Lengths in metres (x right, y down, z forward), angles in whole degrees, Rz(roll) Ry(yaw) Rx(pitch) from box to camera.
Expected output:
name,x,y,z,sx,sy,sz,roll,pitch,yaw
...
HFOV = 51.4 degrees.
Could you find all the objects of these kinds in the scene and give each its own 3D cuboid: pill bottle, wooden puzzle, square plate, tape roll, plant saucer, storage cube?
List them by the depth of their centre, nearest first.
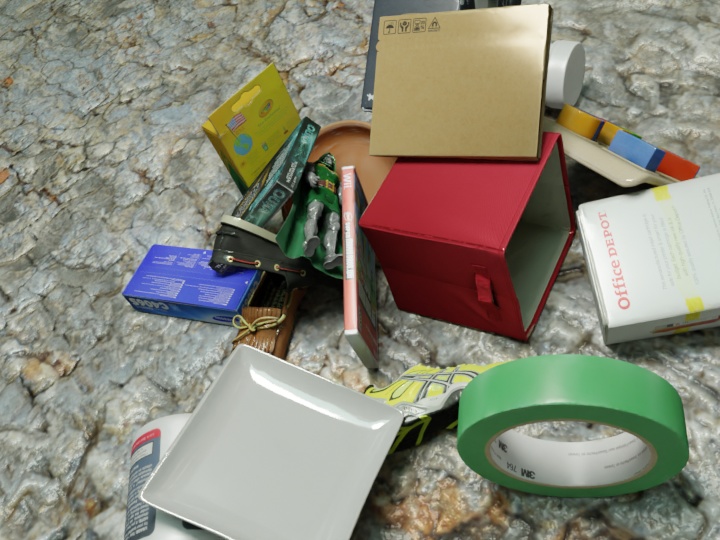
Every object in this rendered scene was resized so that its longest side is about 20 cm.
name,x,y,z,sx,sy,sz,roll,pitch,yaw
tape roll,0.188,0.147,0.677,0.199,0.201,0.048,-4,51,18
square plate,-0.081,0.186,0.744,0.199,0.029,0.199,21,50,11
pill bottle,-0.182,0.264,0.772,0.119,0.120,0.201,-16,49,9
storage cube,0.133,-0.052,0.881,0.179,0.171,0.201,12,59,31
wooden puzzle,0.312,-0.148,0.897,0.199,0.047,0.185,0,31,-41
plant saucer,-0.016,-0.100,1.013,0.199,0.037,0.202,-2,86,27
pill bottle,0.213,-0.290,1.077,0.199,0.120,0.120,16,60,30

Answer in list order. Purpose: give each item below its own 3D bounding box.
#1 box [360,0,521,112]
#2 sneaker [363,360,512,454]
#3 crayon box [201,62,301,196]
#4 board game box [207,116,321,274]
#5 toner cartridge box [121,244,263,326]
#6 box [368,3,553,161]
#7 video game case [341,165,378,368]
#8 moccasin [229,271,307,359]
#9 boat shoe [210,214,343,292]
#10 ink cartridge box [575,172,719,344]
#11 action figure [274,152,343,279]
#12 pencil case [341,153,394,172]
name,x,y,z,sx,sy,sz,roll,pitch,yaw
box,0.108,-0.285,0.957,0.123,0.196,0.202,11,97,31
sneaker,0.089,0.130,0.815,0.199,0.076,0.077,-19,50,5
crayon box,-0.143,-0.191,1.081,0.127,0.200,0.051,-44,50,-17
board game box,-0.128,-0.095,0.980,0.200,0.028,0.136,-42,24,43
toner cartridge box,-0.228,0.019,1.050,0.199,0.043,0.095,7,56,26
box,0.106,-0.206,0.830,0.199,0.021,0.165,5,91,26
video game case,0.000,0.000,0.875,0.017,0.143,0.201,-5,68,9
moccasin,-0.121,0.065,0.947,0.073,0.078,0.202,8,56,27
boat shoe,-0.090,-0.005,0.923,0.074,0.201,0.064,8,78,58
ink cartridge box,0.345,-0.014,0.802,0.199,0.083,0.146,-11,67,12
action figure,-0.047,-0.083,0.933,0.055,0.118,0.201,-38,34,28
pencil case,0.035,-0.152,1.056,0.199,0.084,0.086,5,91,23
